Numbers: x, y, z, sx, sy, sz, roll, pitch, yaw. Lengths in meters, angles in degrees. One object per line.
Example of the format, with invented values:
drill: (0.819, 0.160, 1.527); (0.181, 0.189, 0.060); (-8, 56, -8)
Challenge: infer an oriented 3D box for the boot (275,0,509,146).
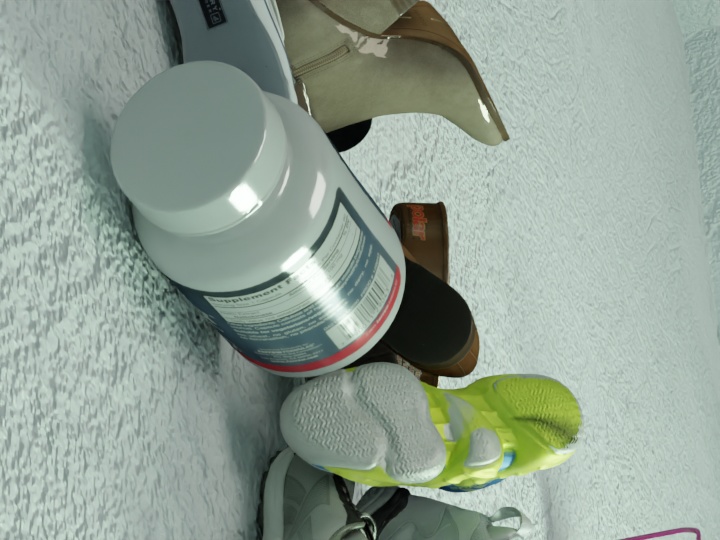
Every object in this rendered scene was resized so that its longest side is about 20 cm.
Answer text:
boot: (-0.003, -0.121, 1.510); (0.200, 0.146, 0.070); (56, 1, -36)

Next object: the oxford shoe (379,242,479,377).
oxford shoe: (0.000, 0.000, 1.467); (0.200, 0.071, 0.071); (48, -3, 25)

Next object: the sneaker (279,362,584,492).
sneaker: (0.033, 0.108, 1.416); (0.105, 0.199, 0.076); (134, -45, -56)

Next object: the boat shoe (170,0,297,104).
boat shoe: (-0.074, -0.144, 1.409); (0.065, 0.073, 0.201); (-20, 99, -71)

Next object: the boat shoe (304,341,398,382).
boat shoe: (-0.015, 0.040, 1.527); (0.200, 0.074, 0.073); (-91, -175, -46)

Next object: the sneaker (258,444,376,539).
sneaker: (-0.021, 0.160, 1.367); (0.200, 0.079, 0.074); (-73, 146, -64)

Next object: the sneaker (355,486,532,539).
sneaker: (0.037, 0.225, 1.406); (0.075, 0.115, 0.200); (52, 45, -52)

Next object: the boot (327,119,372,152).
boot: (-0.056, -0.178, 1.551); (0.097, 0.075, 0.200); (-112, 179, -54)

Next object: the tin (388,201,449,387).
tin: (0.034, 0.042, 1.603); (0.112, 0.042, 0.200); (-88, -178, -51)

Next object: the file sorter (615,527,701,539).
file sorter: (0.281, 0.360, 2.205); (0.125, 0.139, 0.201); (-52, 129, -72)

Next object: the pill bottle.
pill bottle: (-0.059, -0.030, 1.293); (0.200, 0.119, 0.120); (53, 29, -58)
